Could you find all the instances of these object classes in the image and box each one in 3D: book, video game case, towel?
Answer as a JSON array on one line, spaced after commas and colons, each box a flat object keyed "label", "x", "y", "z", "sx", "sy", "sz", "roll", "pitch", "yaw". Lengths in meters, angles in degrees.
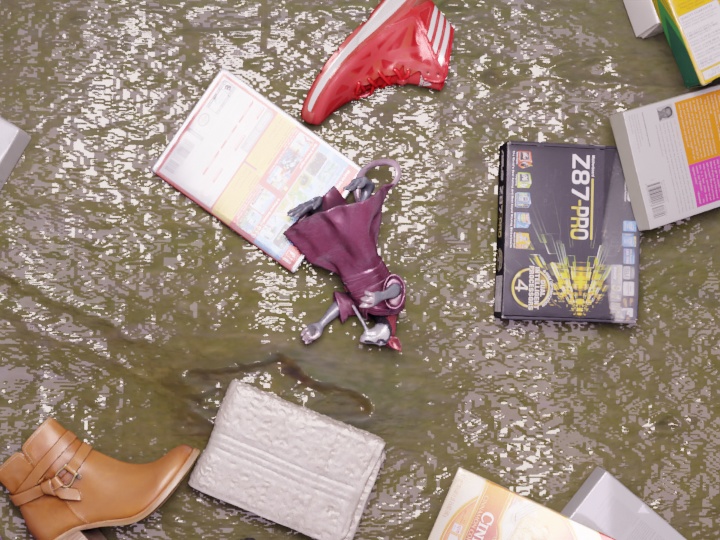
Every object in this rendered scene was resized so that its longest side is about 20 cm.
[{"label": "book", "x": 0.390, "y": -0.137, "z": 1.364, "sx": 0.198, "sy": 0.048, "sz": 0.135, "roll": -17, "pitch": 95, "yaw": -17}, {"label": "video game case", "x": -0.116, "y": -0.113, "z": 1.366, "sx": 0.199, "sy": 0.017, "sz": 0.144, "roll": 35, "pitch": 87, "yaw": -2}, {"label": "towel", "x": -0.079, "y": 0.217, "z": 1.354, "sx": 0.198, "sy": 0.034, "sz": 0.134, "roll": 23, "pitch": 86, "yaw": -2}]

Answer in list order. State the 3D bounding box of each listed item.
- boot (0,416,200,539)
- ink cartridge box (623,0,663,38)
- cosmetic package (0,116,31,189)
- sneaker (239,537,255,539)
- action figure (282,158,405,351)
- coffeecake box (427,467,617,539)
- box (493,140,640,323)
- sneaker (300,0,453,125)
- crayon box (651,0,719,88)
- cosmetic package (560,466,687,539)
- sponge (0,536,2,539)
[{"label": "boot", "x": -0.290, "y": 0.218, "z": 1.322, "sx": 0.200, "sy": 0.074, "sz": 0.155, "roll": -40, "pitch": 88, "yaw": -6}, {"label": "ink cartridge box", "x": 0.358, "y": -0.387, "z": 1.370, "sx": 0.145, "sy": 0.083, "sz": 0.202, "roll": -20, "pitch": 91, "yaw": -4}, {"label": "cosmetic package", "x": -0.457, "y": -0.089, "z": 1.316, "sx": 0.101, "sy": 0.074, "sz": 0.202, "roll": 29, "pitch": 88, "yaw": -3}, {"label": "sneaker", "x": -0.057, "y": 0.356, "z": 1.343, "sx": 0.200, "sy": 0.073, "sz": 0.082, "roll": 42, "pitch": 70, "yaw": -8}, {"label": "action figure", "x": 0.000, "y": 0.000, "z": 1.345, "sx": 0.149, "sy": 0.133, "sz": 0.201, "roll": -45, "pitch": 116, "yaw": -41}, {"label": "coffeecake box", "x": 0.170, "y": 0.328, "z": 1.304, "sx": 0.198, "sy": 0.073, "sz": 0.155, "roll": 22, "pitch": 80, "yaw": 21}, {"label": "box", "x": 0.236, "y": -0.042, "z": 1.372, "sx": 0.159, "sy": 0.049, "sz": 0.203, "roll": 3, "pitch": 88, "yaw": -7}, {"label": "sneaker", "x": 0.030, "y": -0.220, "z": 1.349, "sx": 0.115, "sy": 0.078, "sz": 0.201, "roll": 39, "pitch": 88, "yaw": -1}, {"label": "crayon box", "x": 0.378, "y": -0.316, "z": 1.303, "sx": 0.125, "sy": 0.052, "sz": 0.202, "roll": -24, "pitch": 96, "yaw": -4}, {"label": "cosmetic package", "x": 0.268, "y": 0.349, "z": 1.365, "sx": 0.150, "sy": 0.052, "sz": 0.200, "roll": 40, "pitch": 87, "yaw": 1}, {"label": "sponge", "x": -0.436, "y": 0.341, "z": 1.329, "sx": 0.111, "sy": 0.030, "sz": 0.201, "roll": -33, "pitch": 92, "yaw": -4}]
